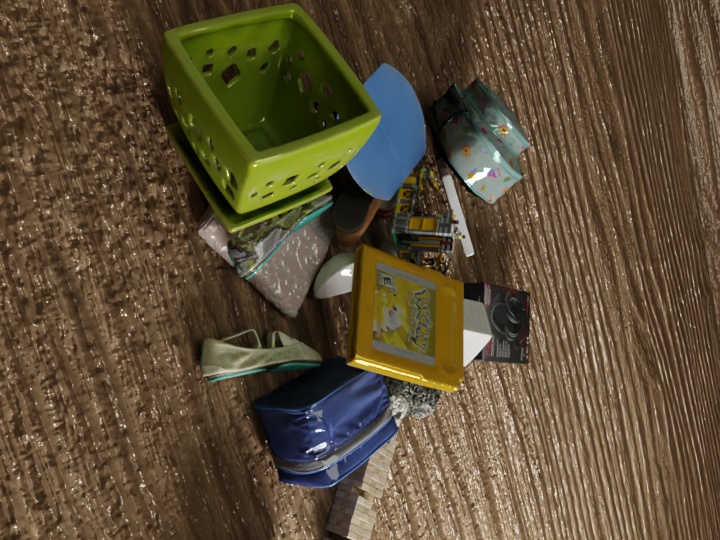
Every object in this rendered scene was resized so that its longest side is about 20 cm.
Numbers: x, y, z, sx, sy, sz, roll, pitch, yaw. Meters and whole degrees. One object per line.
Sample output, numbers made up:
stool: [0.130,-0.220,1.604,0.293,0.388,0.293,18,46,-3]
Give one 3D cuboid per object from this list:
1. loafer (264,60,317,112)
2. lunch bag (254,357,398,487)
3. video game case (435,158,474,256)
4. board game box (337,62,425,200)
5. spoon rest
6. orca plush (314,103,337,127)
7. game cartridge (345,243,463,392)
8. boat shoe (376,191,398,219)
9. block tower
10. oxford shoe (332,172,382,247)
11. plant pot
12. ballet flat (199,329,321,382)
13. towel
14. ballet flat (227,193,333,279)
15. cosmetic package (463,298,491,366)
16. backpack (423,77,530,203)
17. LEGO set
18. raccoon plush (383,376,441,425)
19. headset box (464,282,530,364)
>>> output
loafer: [-0.085,-0.223,0.903,0.075,0.068,0.206,-12,84,-61]
lunch bag: [-0.039,0.217,0.888,0.198,0.134,0.136,-23,101,-43]
video game case: [0.171,-0.121,1.133,0.201,0.018,0.147,-78,150,-72]
board game box: [0.026,-0.209,0.948,0.201,0.038,0.160,-53,125,-30]
spoon rest: [0.000,0.000,0.983,0.061,0.100,0.198,52,38,12]
orca plush: [-0.004,-0.241,0.979,0.195,0.071,0.108,-10,81,-28]
game cartridge: [0.073,0.072,0.909,0.196,0.032,0.181,18,62,-26]
boat shoe: [0.045,-0.192,1.064,0.063,0.069,0.207,72,19,-76]
block tower: [-0.004,0.358,0.971,0.058,0.053,0.204,38,60,-37]
oxford shoe: [0.008,-0.125,0.987,0.202,0.070,0.072,-59,166,-28]
plant pot: [-0.123,-0.176,0.764,0.197,0.182,0.201,-27,74,-34]
ballet flat: [-0.131,0.112,0.857,0.197,0.066,0.064,2,76,-46]
towel: [-0.122,-0.066,0.903,0.200,0.032,0.194,46,56,-32]
ballet flat: [-0.111,-0.071,0.849,0.200,0.071,0.073,-46,118,-39]
cosmetic package: [0.106,0.091,1.017,0.194,0.103,0.075,11,46,-21]
backpack: [0.224,-0.236,1.139,0.174,0.152,0.204,33,37,-39]
LEGO set: [0.126,-0.075,1.040,0.203,0.112,0.157,76,23,-50]
raccoon plush: [0.052,0.173,1.050,0.131,0.097,0.204,10,49,-30]
headset box: [0.264,0.109,1.249,0.197,0.076,0.154,12,78,-46]
